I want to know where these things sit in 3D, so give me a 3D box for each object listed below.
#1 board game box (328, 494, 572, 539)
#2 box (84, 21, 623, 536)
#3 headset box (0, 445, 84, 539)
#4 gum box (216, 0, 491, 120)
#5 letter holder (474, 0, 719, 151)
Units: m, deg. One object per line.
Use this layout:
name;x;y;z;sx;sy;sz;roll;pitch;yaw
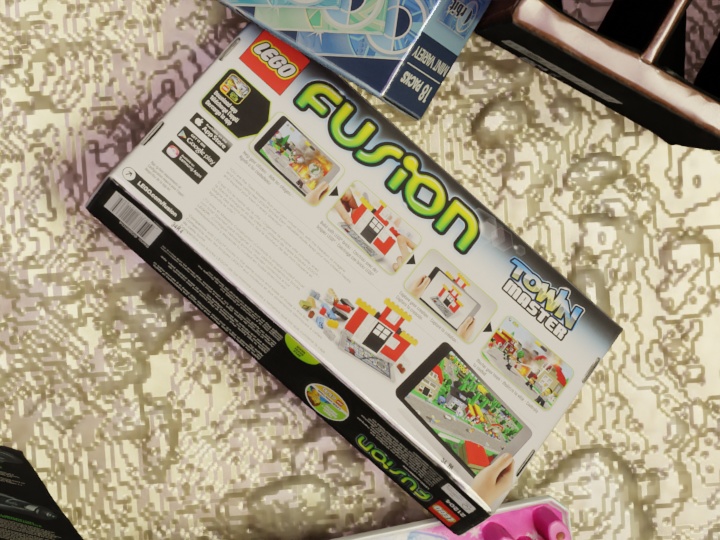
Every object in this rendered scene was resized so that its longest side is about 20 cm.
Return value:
board game box;0.003;0.207;1.019;0.200;0.026;0.200;-11;105;-10
box;0.000;0.000;1.001;0.200;0.035;0.110;42;58;-4
headset box;-0.182;0.159;0.962;0.093;0.200;0.174;15;96;-19
gum box;0.002;-0.187;0.972;0.170;0.045;0.200;33;95;25
letter holder;0.125;-0.130;0.938;0.100;0.200;0.142;29;93;-3
